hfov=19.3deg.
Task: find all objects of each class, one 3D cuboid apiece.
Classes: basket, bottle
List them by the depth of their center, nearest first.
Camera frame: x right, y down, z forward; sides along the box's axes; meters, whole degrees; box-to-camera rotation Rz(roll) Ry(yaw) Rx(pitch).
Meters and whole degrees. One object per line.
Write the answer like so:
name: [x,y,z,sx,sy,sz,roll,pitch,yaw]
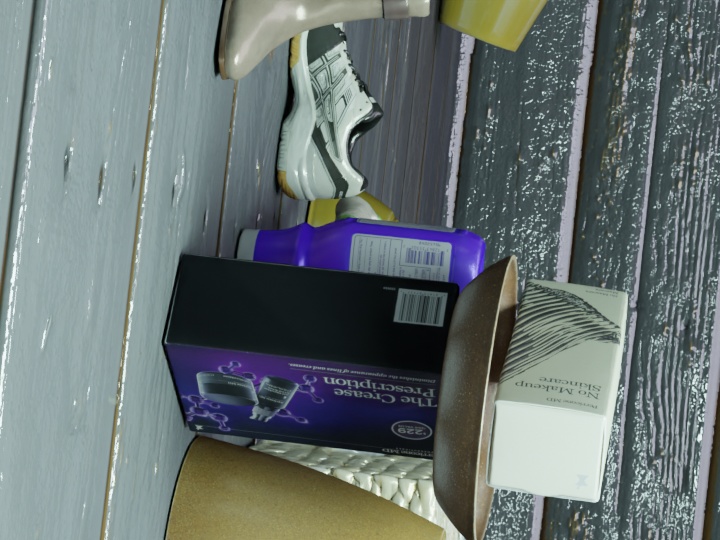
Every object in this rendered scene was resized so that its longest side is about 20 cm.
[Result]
bottle: [0.000,0.000,1.714,0.065,0.198,0.084,-54,148,-76]
basket: [-0.018,0.251,1.814,0.161,0.196,0.202,15,81,-81]

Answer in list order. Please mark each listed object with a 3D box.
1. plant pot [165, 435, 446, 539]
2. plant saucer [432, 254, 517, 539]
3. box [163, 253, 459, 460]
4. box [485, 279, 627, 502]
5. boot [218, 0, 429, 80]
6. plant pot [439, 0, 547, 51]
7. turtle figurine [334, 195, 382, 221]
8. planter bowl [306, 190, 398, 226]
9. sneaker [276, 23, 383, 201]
plant pot: [-0.038,0.231,1.612,0.186,0.198,0.188,6,90,-82]
plant saucer: [0.078,0.087,1.459,0.200,0.036,0.203,8,90,-81]
box: [-0.029,0.064,1.519,0.142,0.198,0.080,81,17,-61]
box: [0.140,0.080,1.485,0.200,0.081,0.069,-68,164,-64]
boot: [-0.019,-0.210,1.597,0.071,0.145,0.201,91,9,-50]
plant pot: [0.211,-0.443,3.211,0.201,0.199,0.190,-45,156,-79]
turtle figurine: [-0.008,0.034,1.859,0.194,0.198,0.145,-89,-163,-61]
planter bowl: [-0.005,-0.011,2.155,0.200,0.083,0.203,5,90,-83]
sneaker: [-0.020,-0.160,1.888,0.076,0.087,0.202,27,68,-81]
